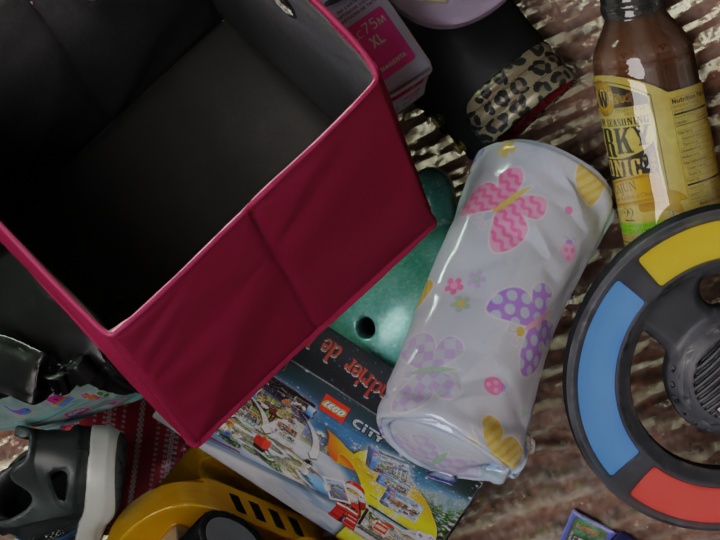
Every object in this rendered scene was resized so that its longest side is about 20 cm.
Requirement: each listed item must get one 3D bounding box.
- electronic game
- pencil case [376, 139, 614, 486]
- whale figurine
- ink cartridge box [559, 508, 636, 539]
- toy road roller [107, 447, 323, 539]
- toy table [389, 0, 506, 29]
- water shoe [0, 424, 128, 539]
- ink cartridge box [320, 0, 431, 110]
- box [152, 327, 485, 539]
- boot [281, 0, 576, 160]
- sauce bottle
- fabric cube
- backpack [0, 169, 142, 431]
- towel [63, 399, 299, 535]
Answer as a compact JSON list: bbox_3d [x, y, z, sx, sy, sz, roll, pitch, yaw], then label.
[{"bbox_3d":[0.215,0.057,1.470,0.199,0.042,0.201,-3,108,-9],"label":"electronic game"},{"bbox_3d":[0.080,0.023,1.471,0.090,0.083,0.201,14,68,16],"label":"pencil case"},{"bbox_3d":[0.000,0.000,1.569,0.200,0.104,0.159,45,118,11],"label":"whale figurine"},{"bbox_3d":[0.193,0.247,1.578,0.200,0.042,0.120,29,113,18],"label":"ink cartridge box"},{"bbox_3d":[-0.067,0.195,1.617,0.199,0.146,0.123,25,123,-27],"label":"toy road roller"},{"bbox_3d":[0.054,-0.243,1.439,0.183,0.117,0.201,-3,90,2],"label":"toy table"},{"bbox_3d":[-0.200,0.148,1.607,0.079,0.072,0.200,11,146,-11],"label":"water shoe"},{"bbox_3d":[-0.031,-0.180,1.440,0.042,0.119,0.200,-32,88,-2],"label":"ink cartridge box"},{"bbox_3d":[-0.022,0.097,1.552,0.200,0.038,0.137,33,141,4],"label":"box"},{"bbox_3d":[0.018,-0.119,1.542,0.203,0.073,0.154,-39,84,20],"label":"boot"},{"bbox_3d":[0.170,-0.098,1.486,0.064,0.065,0.201,-9,98,27],"label":"sauce bottle"},{"bbox_3d":[-0.101,-0.059,1.376,0.200,0.199,0.196,-43,67,-7],"label":"fabric cube"},{"bbox_3d":[-0.203,0.032,1.568,0.200,0.126,0.168,-23,58,36],"label":"backpack"},{"bbox_3d":[-0.117,0.117,1.671,0.199,0.022,0.145,10,110,5],"label":"towel"}]
